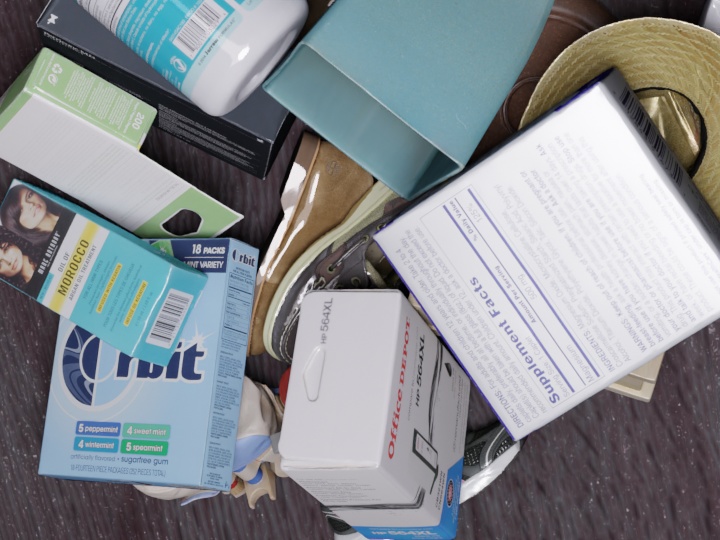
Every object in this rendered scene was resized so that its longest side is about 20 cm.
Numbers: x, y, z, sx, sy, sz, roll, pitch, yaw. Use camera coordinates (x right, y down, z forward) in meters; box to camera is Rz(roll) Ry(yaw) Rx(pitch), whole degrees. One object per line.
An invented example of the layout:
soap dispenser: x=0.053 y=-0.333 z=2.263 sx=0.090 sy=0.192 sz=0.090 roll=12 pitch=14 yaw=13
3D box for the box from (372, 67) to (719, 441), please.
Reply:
box: x=0.146 y=-0.013 z=1.263 sx=0.200 sy=0.105 sz=0.184 roll=-33 pitch=94 yaw=18

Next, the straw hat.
straw hat: x=0.215 y=-0.096 z=1.327 sx=0.201 sy=0.085 sz=0.201 roll=3 pitch=103 yaw=13

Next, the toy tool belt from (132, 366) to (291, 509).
toy tool belt: x=-0.102 y=0.138 z=1.511 sx=0.200 sy=0.123 sz=0.125 roll=-19 pitch=65 yaw=9

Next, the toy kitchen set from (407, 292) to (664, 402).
toy kitchen set: x=0.163 y=0.001 z=1.440 sx=0.200 sy=0.163 sz=0.181 roll=17 pitch=77 yaw=10

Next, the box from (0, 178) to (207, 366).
box: x=-0.222 y=-0.001 z=1.439 sx=0.200 sy=0.049 sz=0.082 roll=26 pitch=92 yaw=34

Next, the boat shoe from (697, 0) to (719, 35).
boat shoe: x=0.312 y=-0.233 z=1.354 sx=0.066 sy=0.072 sz=0.200 roll=22 pitch=100 yaw=5

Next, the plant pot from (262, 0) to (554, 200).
plant pot: x=0.055 y=-0.180 z=1.285 sx=0.141 sy=0.141 sz=0.200 roll=38 pitch=75 yaw=-7

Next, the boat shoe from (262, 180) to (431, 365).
boat shoe: x=0.000 y=0.000 z=1.432 sx=0.200 sy=0.065 sz=0.073 roll=-52 pitch=134 yaw=0

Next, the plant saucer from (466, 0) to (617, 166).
plant saucer: x=0.134 y=-0.129 z=1.394 sx=0.200 sy=0.034 sz=0.201 roll=-2 pitch=101 yaw=-10

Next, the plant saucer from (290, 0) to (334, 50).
plant saucer: x=0.020 y=-0.221 z=1.415 sx=0.200 sy=0.029 sz=0.200 roll=2 pitch=107 yaw=6

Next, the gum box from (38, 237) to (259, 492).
gum box: x=-0.175 y=0.075 z=1.447 sx=0.170 sy=0.045 sz=0.200 roll=0 pitch=77 yaw=32

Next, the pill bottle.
pill bottle: x=-0.143 y=-0.213 z=1.271 sx=0.200 sy=0.111 sz=0.111 roll=41 pitch=108 yaw=2

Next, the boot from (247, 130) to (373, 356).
boot: x=-0.048 y=-0.011 z=1.471 sx=0.075 sy=0.074 sz=0.200 roll=19 pitch=106 yaw=-9

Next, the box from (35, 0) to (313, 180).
box: x=-0.145 y=-0.160 z=1.390 sx=0.200 sy=0.141 sz=0.079 roll=27 pitch=82 yaw=-2

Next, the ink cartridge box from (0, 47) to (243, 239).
ink cartridge box: x=-0.199 y=-0.091 z=1.432 sx=0.200 sy=0.145 sz=0.048 roll=29 pitch=65 yaw=-18

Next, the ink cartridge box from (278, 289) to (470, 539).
ink cartridge box: x=0.016 y=0.118 z=1.395 sx=0.084 sy=0.200 sz=0.146 roll=-1 pitch=67 yaw=20

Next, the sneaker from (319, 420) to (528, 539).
sneaker: x=0.047 y=0.169 z=1.508 sx=0.200 sy=0.080 sz=0.086 roll=-32 pitch=90 yaw=10
